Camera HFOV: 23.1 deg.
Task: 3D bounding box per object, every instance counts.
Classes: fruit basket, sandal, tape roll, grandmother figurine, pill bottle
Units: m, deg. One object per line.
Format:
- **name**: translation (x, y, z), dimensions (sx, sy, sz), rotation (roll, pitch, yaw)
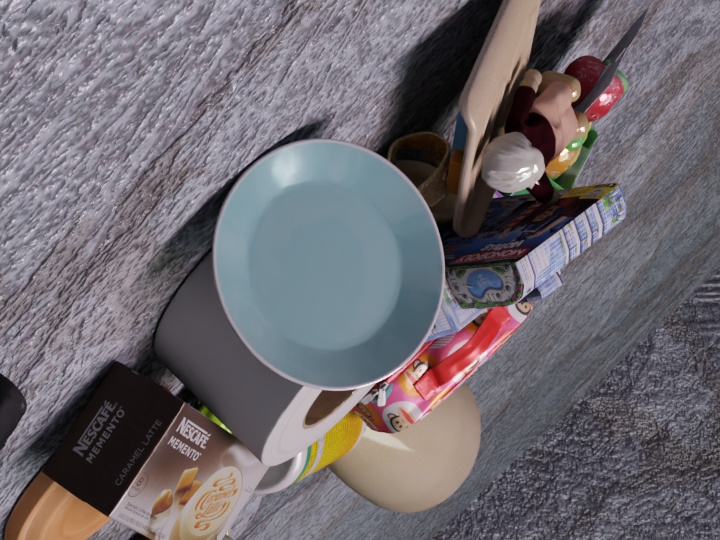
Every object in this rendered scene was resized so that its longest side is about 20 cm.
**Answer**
- **fruit basket**: translation (0.217, -0.153, 1.761), dimensions (0.200, 0.094, 0.185), rotation (-44, -172, 37)
- **sandal**: translation (0.053, -0.091, 1.587), dimensions (0.070, 0.078, 0.211), rotation (-51, 160, 26)
- **tape roll**: translation (-0.059, 0.049, 1.512), dimensions (0.203, 0.139, 0.203), rotation (-43, 164, -15)
- **grandmother figurine**: translation (0.155, -0.115, 1.570), dimensions (0.060, 0.122, 0.200), rotation (-17, -169, 27)
- **pill bottle**: translation (-0.062, 0.153, 1.824), dimensions (0.113, 0.113, 0.200), rotation (-54, 165, 25)

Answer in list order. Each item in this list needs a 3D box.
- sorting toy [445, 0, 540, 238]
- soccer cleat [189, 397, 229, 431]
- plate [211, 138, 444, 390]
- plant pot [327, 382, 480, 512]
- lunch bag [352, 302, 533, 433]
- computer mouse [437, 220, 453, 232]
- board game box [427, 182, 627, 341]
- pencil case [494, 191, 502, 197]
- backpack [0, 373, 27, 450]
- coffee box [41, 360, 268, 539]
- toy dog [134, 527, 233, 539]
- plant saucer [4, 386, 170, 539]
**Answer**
- **sorting toy**: translation (0.116, -0.153, 1.564), dimensions (0.200, 0.036, 0.186), rotation (86, 25, -59)
- **soccer cleat**: translation (-0.124, 0.114, 1.665), dimensions (0.200, 0.067, 0.081), rotation (-56, -162, -2)
- **plate**: translation (-0.027, -0.004, 1.392), dimensions (0.200, 0.200, 0.026), rotation (-40, -172, -25)
- **plant pot**: translation (0.017, 0.172, 2.019), dimensions (0.187, 0.187, 0.200), rotation (-49, 152, 6)
- **lunch bag**: translation (0.075, 0.077, 1.750), dimensions (0.200, 0.082, 0.176), rotation (-42, -169, -13)
- **computer mouse**: translation (0.047, -0.040, 1.762), dimensions (0.200, 0.053, 0.138), rotation (-45, 158, 21)
- **board game box**: translation (0.117, -0.001, 1.605), dimensions (0.200, 0.062, 0.200), rotation (-36, -162, -32)
- **pencil case**: translation (0.124, -0.043, 1.893), dimensions (0.200, 0.086, 0.084), rotation (-42, -168, -8)
- **backpack**: translation (-0.290, 0.096, 0.903), dimensions (0.200, 0.177, 0.151), rotation (-51, -165, 17)
- **coffee box**: translation (-0.170, 0.168, 1.509), dimensions (0.115, 0.080, 0.200), rotation (-57, 153, -8)
- **toy dog**: translation (-0.188, 0.348, 1.939), dimensions (0.194, 0.139, 0.200), rotation (-59, 167, -7)
- **plant saucer**: translation (-0.235, 0.188, 1.588), dimensions (0.200, 0.032, 0.200), rotation (-43, 165, -14)
